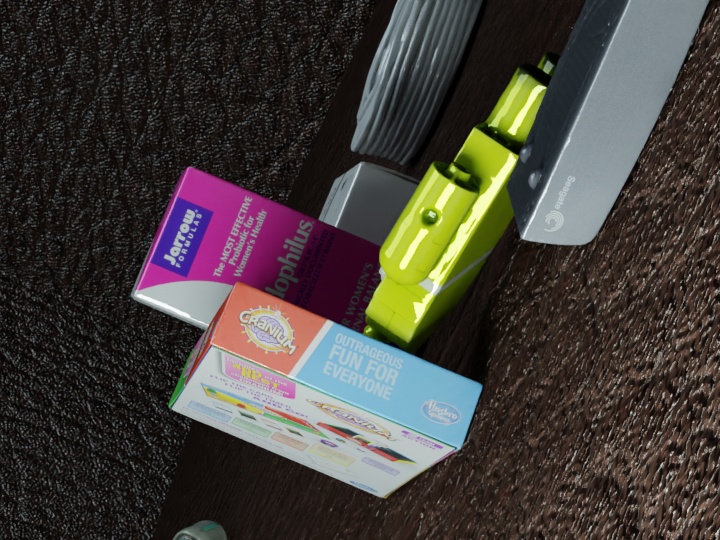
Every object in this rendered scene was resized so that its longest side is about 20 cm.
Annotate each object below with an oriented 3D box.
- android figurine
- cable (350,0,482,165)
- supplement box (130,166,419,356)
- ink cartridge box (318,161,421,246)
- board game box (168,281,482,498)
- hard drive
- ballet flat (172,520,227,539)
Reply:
[{"bbox_3d":[0.059,-0.032,1.225,0.200,0.041,0.182,-58,-9,21],"label":"android figurine"},{"bbox_3d":[0.053,-0.198,2.036,0.200,0.069,0.200,-77,10,-55],"label":"cable"},{"bbox_3d":[-0.052,0.012,1.511,0.103,0.199,0.102,173,119,-84],"label":"supplement box"},{"bbox_3d":[0.000,0.000,1.673,0.200,0.085,0.146,156,136,-85],"label":"ink cartridge box"},{"bbox_3d":[-0.026,0.075,1.266,0.200,0.152,0.040,132,160,-72],"label":"board game box"},{"bbox_3d":[0.130,-0.113,1.067,0.135,0.042,0.201,-89,21,-76],"label":"hard drive"},{"bbox_3d":[-0.194,0.353,2.341,0.064,0.067,0.200,-27,-30,-53],"label":"ballet flat"}]
